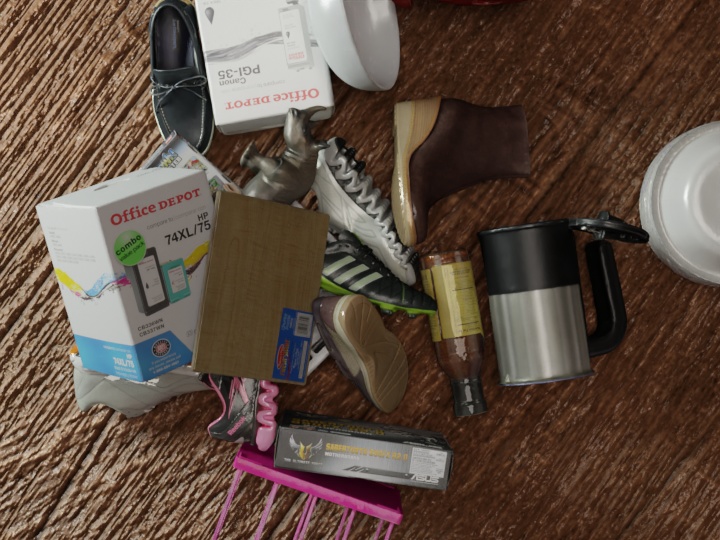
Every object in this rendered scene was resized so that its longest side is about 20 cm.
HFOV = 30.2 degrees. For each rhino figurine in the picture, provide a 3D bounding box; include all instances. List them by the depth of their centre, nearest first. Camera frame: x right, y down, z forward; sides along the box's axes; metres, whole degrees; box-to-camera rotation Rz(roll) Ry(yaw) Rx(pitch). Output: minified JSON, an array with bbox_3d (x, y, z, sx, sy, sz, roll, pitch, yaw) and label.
[{"bbox_3d":[-0.102,-0.112,1.563,0.087,0.060,0.200,37,94,-7],"label":"rhino figurine"}]

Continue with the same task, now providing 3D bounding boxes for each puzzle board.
[{"bbox_3d":[-0.112,0.022,1.494,0.151,0.017,0.200,11,85,-37],"label":"puzzle board"}]

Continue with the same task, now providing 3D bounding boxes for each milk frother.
[{"bbox_3d":[0.242,0.032,1.548,0.180,0.200,0.188,-9,90,-5],"label":"milk frother"}]

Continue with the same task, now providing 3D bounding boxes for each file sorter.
[{"bbox_3d":[-0.066,0.296,1.567,0.200,0.139,0.126,19,92,-1],"label":"file sorter"}]

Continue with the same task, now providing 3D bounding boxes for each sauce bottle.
[{"bbox_3d":[0.116,0.075,1.611,0.066,0.066,0.200,-8,91,-2],"label":"sauce bottle"}]

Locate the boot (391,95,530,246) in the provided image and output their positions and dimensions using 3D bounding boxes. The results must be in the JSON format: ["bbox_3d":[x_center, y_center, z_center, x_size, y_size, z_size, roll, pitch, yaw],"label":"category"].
[{"bbox_3d":[0.122,-0.119,1.588,0.166,0.072,0.200,3,66,-6],"label":"boot"}]

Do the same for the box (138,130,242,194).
[{"bbox_3d":[-0.247,-0.057,1.598,0.110,0.035,0.200,42,91,-17],"label":"box"}]

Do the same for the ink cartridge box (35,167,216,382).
[{"bbox_3d":[-0.244,0.000,1.494,0.147,0.146,0.200,-24,108,-35],"label":"ink cartridge box"}]

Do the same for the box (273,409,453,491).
[{"bbox_3d":[0.002,0.208,1.558,0.200,0.158,0.048,9,91,-1],"label":"box"}]

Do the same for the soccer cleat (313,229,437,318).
[{"bbox_3d":[0.000,0.000,1.566,0.200,0.068,0.081,18,86,2],"label":"soccer cleat"}]

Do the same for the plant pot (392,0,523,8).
[{"bbox_3d":[0.110,-0.406,1.557,0.182,0.200,0.201,-6,89,7],"label":"plant pot"}]

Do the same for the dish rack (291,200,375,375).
[{"bbox_3d":[-0.095,0.017,1.616,0.200,0.044,0.172,44,89,-1],"label":"dish rack"}]

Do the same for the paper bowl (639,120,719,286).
[{"bbox_3d":[0.445,-0.081,1.602,0.200,0.104,0.201,0,88,-1],"label":"paper bowl"}]

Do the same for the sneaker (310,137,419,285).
[{"bbox_3d":[0.000,-0.061,1.613,0.081,0.075,0.200,-34,92,17],"label":"sneaker"}]

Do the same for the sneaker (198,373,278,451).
[{"bbox_3d":[-0.140,0.108,1.550,0.095,0.079,0.200,2,83,-1],"label":"sneaker"}]

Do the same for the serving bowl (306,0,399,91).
[{"bbox_3d":[-0.017,-0.303,1.558,0.066,0.200,0.200,-9,89,20],"label":"serving bowl"}]

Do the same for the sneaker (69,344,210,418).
[{"bbox_3d":[-0.248,0.135,1.606,0.200,0.076,0.092,4,110,-4],"label":"sneaker"}]

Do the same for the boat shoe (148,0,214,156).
[{"bbox_3d":[-0.219,-0.230,1.600,0.075,0.062,0.200,-4,100,3],"label":"boat shoe"}]

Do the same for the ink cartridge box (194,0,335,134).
[{"bbox_3d":[-0.116,-0.275,1.600,0.146,0.083,0.200,-10,89,-1],"label":"ink cartridge box"}]

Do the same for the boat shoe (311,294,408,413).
[{"bbox_3d":[0.000,0.094,1.570,0.065,0.200,0.072,16,61,34],"label":"boat shoe"}]
